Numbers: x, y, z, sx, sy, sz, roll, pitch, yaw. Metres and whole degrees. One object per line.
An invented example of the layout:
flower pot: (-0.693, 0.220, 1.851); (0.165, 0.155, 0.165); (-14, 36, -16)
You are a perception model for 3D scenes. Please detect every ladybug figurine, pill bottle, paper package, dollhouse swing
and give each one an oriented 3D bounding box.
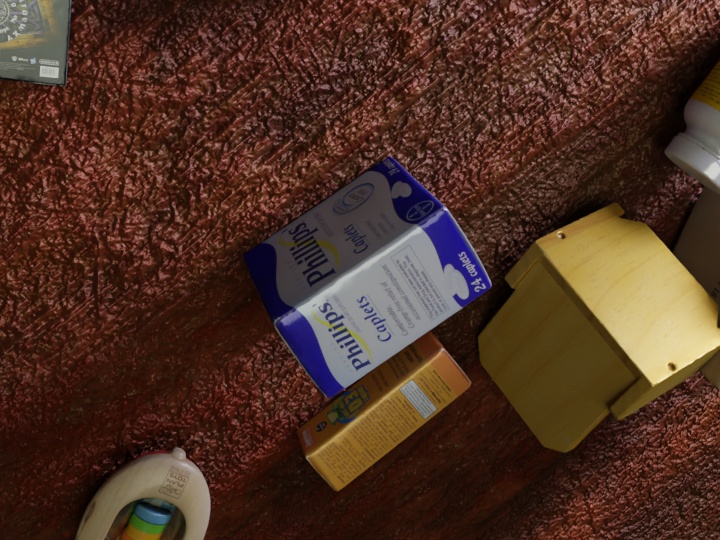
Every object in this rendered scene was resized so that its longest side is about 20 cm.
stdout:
ladybug figurine: (-0.243, 0.279, 1.200); (0.136, 0.072, 0.200); (27, 102, -22)
pill bottle: (0.430, -0.185, 1.174); (0.112, 0.112, 0.200); (34, 99, -24)
paper package: (0.435, 0.022, 1.219); (0.103, 0.191, 0.200); (15, 107, -23)
dollhouse swing: (0.263, 0.074, 1.213); (0.181, 0.200, 0.176); (-24, 154, -27)

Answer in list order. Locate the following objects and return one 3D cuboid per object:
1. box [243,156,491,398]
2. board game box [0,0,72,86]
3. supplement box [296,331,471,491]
box: (0.000, 0.000, 1.098); (0.200, 0.184, 0.105); (-35, 116, -1)
board game box: (-0.369, -0.248, 0.990); (0.199, 0.028, 0.136); (4, 109, -16)
supplement box: (0.025, 0.159, 1.230); (0.200, 0.067, 0.069); (-41, 115, 2)
